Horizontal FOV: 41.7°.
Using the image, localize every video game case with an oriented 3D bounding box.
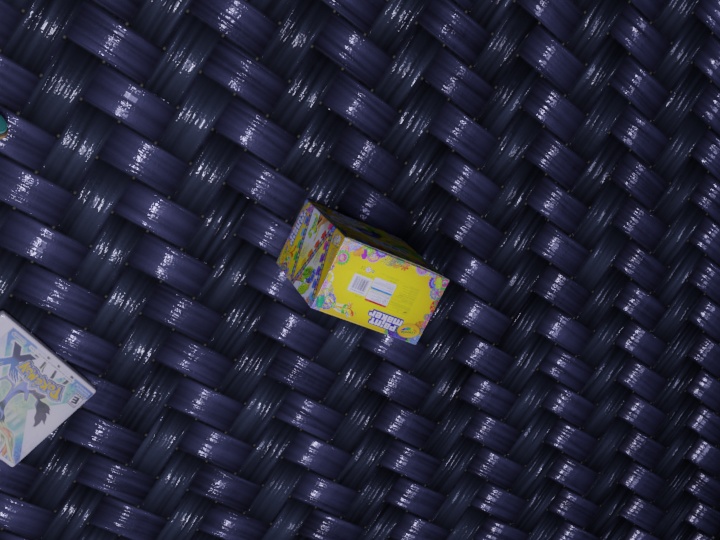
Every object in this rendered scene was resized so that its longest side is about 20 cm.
[{"bbox_3d":[-0.545,0.186,1.461,0.182,0.022,0.200,-42,121,-1],"label":"video game case"}]

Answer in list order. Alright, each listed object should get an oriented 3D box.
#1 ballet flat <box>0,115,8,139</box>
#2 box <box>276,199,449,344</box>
[{"bbox_3d":[-0.574,-0.221,1.263,0.199,0.069,0.063,29,127,-27],"label":"ballet flat"},{"bbox_3d":[0.000,0.000,1.507,0.199,0.193,0.123,21,102,-28],"label":"box"}]
